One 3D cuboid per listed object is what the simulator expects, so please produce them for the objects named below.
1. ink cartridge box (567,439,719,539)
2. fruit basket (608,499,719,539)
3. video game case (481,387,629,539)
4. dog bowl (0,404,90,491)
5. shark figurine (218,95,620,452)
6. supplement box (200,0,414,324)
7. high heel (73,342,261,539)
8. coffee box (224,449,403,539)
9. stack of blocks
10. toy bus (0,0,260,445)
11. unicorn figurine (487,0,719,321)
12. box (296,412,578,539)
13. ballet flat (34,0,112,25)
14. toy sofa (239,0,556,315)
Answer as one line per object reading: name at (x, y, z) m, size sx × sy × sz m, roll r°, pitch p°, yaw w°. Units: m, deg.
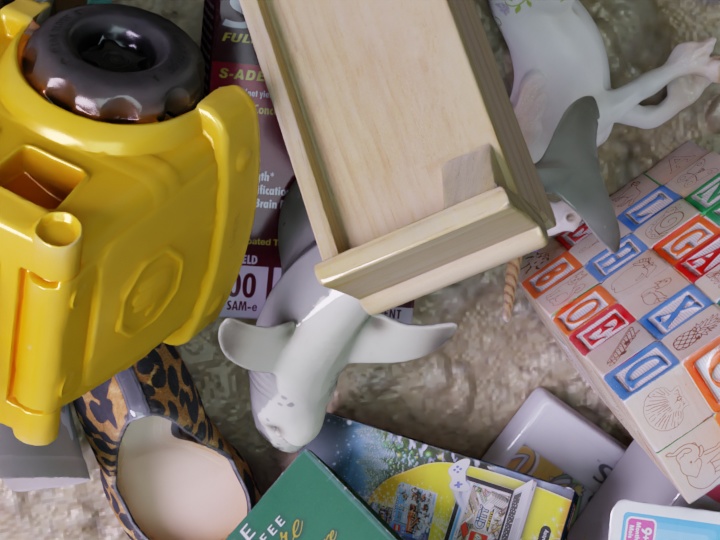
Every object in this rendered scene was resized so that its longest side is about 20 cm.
ink cartridge box at (0.173, 0.173, 0.896) m, size 0.145 × 0.083 × 0.201 m, roll 33°, pitch 97°, yaw -16°
fruit basket at (0.201, 0.206, 0.802) m, size 0.198 × 0.094 × 0.187 m, roll 9°, pitch 104°, yaw 10°
video game case at (0.105, 0.190, 0.943) m, size 0.182 × 0.023 × 0.200 m, roll 35°, pitch 97°, yaw -17°
dog bowl at (-0.218, 0.069, 0.768) m, size 0.198 × 0.200 × 0.059 m, roll -3°, pitch 82°, yaw -9°
shark figurine at (0.007, -0.016, 0.778) m, size 0.214 × 0.090 × 0.128 m, roll -39°, pitch 142°, yaw 14°
supplement box at (-0.021, -0.079, 0.825) m, size 0.108 × 0.061 × 0.202 m, roll 3°, pitch 104°, yaw -10°
high heel at (-0.084, 0.108, 0.823) m, size 0.071 × 0.143 × 0.201 m, roll -23°, pitch 108°, yaw -5°
coffee box at (-0.002, 0.180, 0.770) m, size 0.123 × 0.200 × 0.044 m, roll -50°, pitch 135°, yaw -2°
stack of blocks at (0.151, 0.016, 0.809) m, size 0.115 × 0.200 × 0.059 m, roll -35°, pitch 108°, yaw 2°
toy bus at (-0.167, -0.023, 0.682) m, size 0.199 × 0.192 × 0.136 m, roll 27°, pitch 131°, yaw 15°
unicorn figurine at (0.104, -0.095, 0.844) m, size 0.136 × 0.074 × 0.201 m, roll -17°, pitch 94°, yaw 5°
box at (0.012, 0.182, 0.854) m, size 0.136 × 0.038 × 0.201 m, roll 16°, pitch 82°, yaw 14°
ballet flat at (-0.143, -0.125, 0.782) m, size 0.067 × 0.070 × 0.201 m, roll 20°, pitch 102°, yaw 22°
toy sofa at (0.005, -0.089, 0.719) m, size 0.082 × 0.098 × 0.201 m, roll -22°, pitch 77°, yaw 14°
